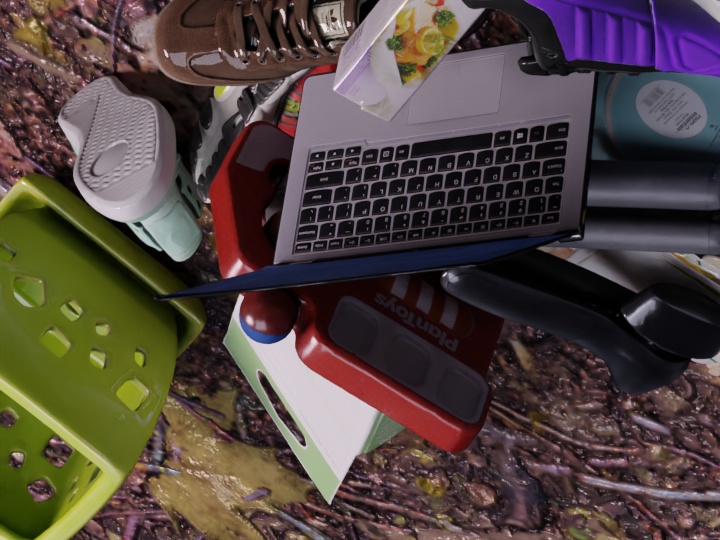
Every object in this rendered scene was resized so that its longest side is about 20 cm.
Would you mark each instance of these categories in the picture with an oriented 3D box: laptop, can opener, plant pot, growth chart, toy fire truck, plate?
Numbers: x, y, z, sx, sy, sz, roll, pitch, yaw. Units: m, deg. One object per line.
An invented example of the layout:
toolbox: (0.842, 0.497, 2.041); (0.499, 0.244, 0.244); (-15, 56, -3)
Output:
laptop: (0.014, -0.056, 1.166); (0.186, 0.201, 0.116); (-6, 150, 27)
can opener: (0.122, 0.016, 1.284); (0.199, 0.064, 0.079); (20, 120, -27)
plant pot: (-0.237, 0.062, 1.607); (0.199, 0.182, 0.200); (38, 141, -8)
growth chart: (0.198, 0.016, 1.331); (0.199, 0.018, 0.145); (35, 158, -17)
toy fire truck: (0.000, 0.000, 1.302); (0.199, 0.168, 0.112); (32, 130, -9)
can opener: (0.181, -0.026, 1.206); (0.199, 0.067, 0.054); (3, 118, 19)
plate: (0.201, -0.080, 1.216); (0.199, 0.026, 0.201); (18, 140, 16)

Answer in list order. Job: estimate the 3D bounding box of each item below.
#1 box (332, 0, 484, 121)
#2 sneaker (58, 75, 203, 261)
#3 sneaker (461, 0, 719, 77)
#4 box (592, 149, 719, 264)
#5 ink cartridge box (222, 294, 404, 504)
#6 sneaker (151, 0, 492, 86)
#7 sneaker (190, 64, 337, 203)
box: (0.053, -0.157, 1.142); (0.039, 0.042, 0.200); (27, 130, -17)
sneaker: (-0.129, -0.051, 1.441); (0.118, 0.074, 0.201); (52, -179, -24)
sneaker: (0.127, -0.130, 1.109); (0.199, 0.070, 0.099); (23, 131, -32)
box: (0.166, -0.094, 1.276); (0.155, 0.041, 0.201); (25, 140, 9)
ink cartridge box: (-0.026, 0.057, 1.472); (0.146, 0.048, 0.200); (56, 160, 15)
sneaker: (-0.023, -0.148, 1.255); (0.199, 0.076, 0.071); (-11, 95, 2)
sneaker: (-0.035, -0.119, 1.374); (0.084, 0.077, 0.200); (5, 137, -34)
